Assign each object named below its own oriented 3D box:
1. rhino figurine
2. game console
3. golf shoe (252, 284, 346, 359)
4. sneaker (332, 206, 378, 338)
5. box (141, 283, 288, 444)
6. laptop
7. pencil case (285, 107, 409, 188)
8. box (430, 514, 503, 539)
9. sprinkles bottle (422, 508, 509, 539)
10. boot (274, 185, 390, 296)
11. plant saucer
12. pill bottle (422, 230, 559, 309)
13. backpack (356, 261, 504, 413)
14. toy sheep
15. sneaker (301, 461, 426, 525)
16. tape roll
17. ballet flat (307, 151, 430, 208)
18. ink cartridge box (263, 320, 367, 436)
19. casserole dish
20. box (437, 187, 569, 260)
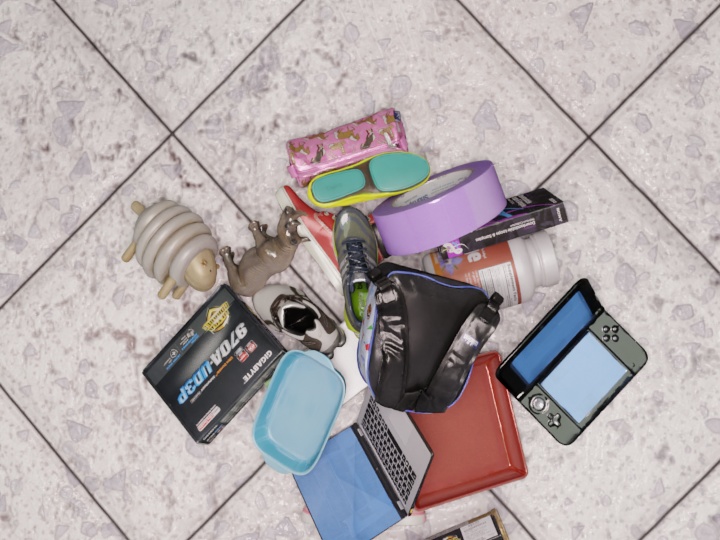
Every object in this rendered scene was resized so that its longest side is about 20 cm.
[{"bbox_3d":[-0.146,-0.033,1.337,0.199,0.059,0.089,-37,74,31],"label":"rhino figurine"},{"bbox_3d":[0.326,0.144,1.298,0.176,0.116,0.200,44,91,6],"label":"game console"},{"bbox_3d":[-0.108,0.061,1.323,0.198,0.095,0.079,27,77,36],"label":"golf shoe"},{"bbox_3d":[0.000,0.000,1.294,0.072,0.081,0.205,-11,84,-4],"label":"sneaker"},{"bbox_3d":[-0.231,0.149,1.361,0.200,0.046,0.159,-46,69,1],"label":"box"},{"bbox_3d":[-0.005,0.281,1.259,0.114,0.188,0.203,-4,128,-29],"label":"laptop"},{"bbox_3d":[-0.022,-0.195,1.361,0.196,0.087,0.085,-16,79,4],"label":"pencil case"},{"bbox_3d":[0.141,0.482,1.277,0.195,0.050,0.203,-22,119,4],"label":"box"},{"bbox_3d":[0.134,0.438,1.320,0.196,0.068,0.070,-24,85,3],"label":"sprinkles bottle"},{"bbox_3d":[-0.034,-0.082,1.367,0.144,0.072,0.201,-39,92,0],"label":"boot"},{"bbox_3d":[0.146,0.246,1.322,0.196,0.037,0.204,-12,86,-15],"label":"plant saucer"},{"bbox_3d":[0.201,0.005,1.319,0.195,0.112,0.115,-16,85,3],"label":"pill bottle"},{"bbox_3d":[0.077,0.098,1.200,0.195,0.154,0.195,13,92,-9],"label":"backpack"},{"bbox_3d":[-0.303,-0.041,1.357,0.199,0.138,0.139,41,90,12],"label":"toy sheep"},{"bbox_3d":[0.004,0.345,1.335,0.195,0.075,0.107,-2,85,1],"label":"sneaker"},{"bbox_3d":[0.118,-0.096,1.283,0.196,0.200,0.067,-23,103,3],"label":"tape roll"},{"bbox_3d":[0.011,-0.138,1.328,0.195,0.067,0.068,-14,80,-8],"label":"ballet flat"},{"bbox_3d":[-0.043,0.161,1.355,0.198,0.059,0.105,-37,84,2],"label":"ink cartridge box"},{"bbox_3d":[-0.089,0.213,1.296,0.119,0.039,0.203,28,104,17],"label":"casserole dish"},{"bbox_3d":[0.207,-0.075,1.307,0.195,0.143,0.037,-16,104,3],"label":"box"}]
